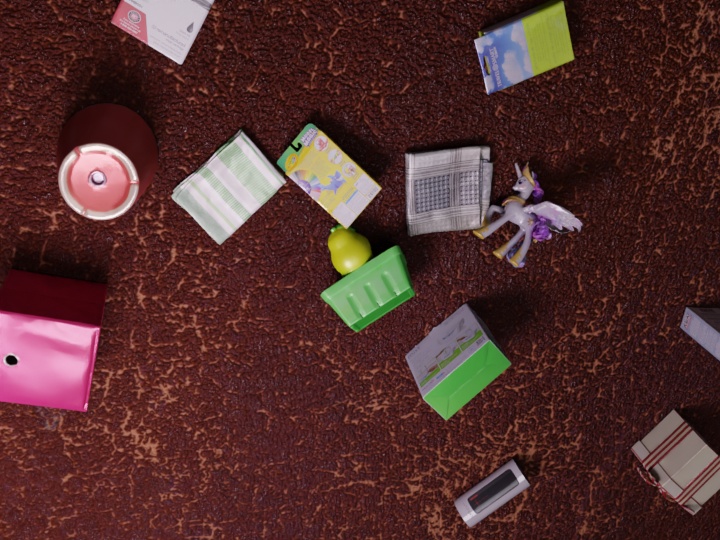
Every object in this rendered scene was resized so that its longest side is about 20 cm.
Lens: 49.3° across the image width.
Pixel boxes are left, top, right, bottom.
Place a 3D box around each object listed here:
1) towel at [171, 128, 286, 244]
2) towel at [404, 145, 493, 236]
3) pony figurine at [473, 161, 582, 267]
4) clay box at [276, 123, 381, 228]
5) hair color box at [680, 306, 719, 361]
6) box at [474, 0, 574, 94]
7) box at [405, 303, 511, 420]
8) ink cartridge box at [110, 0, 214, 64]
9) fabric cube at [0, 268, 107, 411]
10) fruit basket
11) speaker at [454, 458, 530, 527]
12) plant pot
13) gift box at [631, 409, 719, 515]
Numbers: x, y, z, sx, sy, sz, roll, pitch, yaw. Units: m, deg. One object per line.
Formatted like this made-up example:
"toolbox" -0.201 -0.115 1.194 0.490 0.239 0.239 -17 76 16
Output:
"towel" -0.268 -0.169 1.609 0.199 0.023 0.153 -41 117 7
"towel" 0.193 -0.172 1.704 0.195 0.035 0.197 -7 115 -10
"pony figurine" 0.366 -0.110 1.708 0.192 0.167 0.201 38 85 2
"clay box" -0.065 -0.197 1.613 0.199 0.048 0.115 42 100 -11
"hair color box" 0.883 0.160 1.913 0.096 0.201 0.062 2 114 -13
"box" 0.329 -0.454 1.598 0.196 0.048 0.124 -22 116 -2
"box" 0.217 0.204 1.798 0.199 0.177 0.097 -42 115 8
"ink cartridge box" -0.337 -0.502 1.409 0.142 0.084 0.202 27 105 -21
"fabric cube" -0.625 0.139 1.568 0.195 0.201 0.200 11 110 -18
"fruit basket" 0.000 0.000 1.702 0.210 0.156 0.221 -2 78 11
"speaker" 0.343 0.582 2.052 0.198 0.082 0.082 -36 116 6
"plant pot" -0.479 -0.193 1.465 0.195 0.178 0.205 -4 115 -10
"gift box" 0.846 0.517 2.072 0.184 0.201 0.187 39 103 -20
